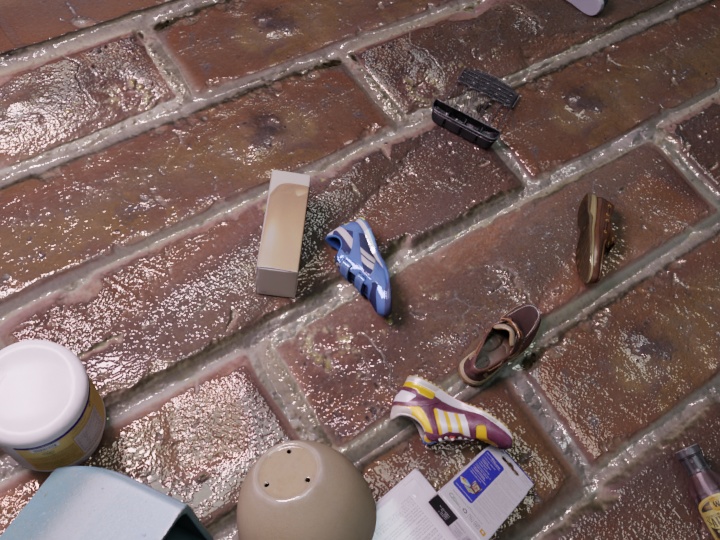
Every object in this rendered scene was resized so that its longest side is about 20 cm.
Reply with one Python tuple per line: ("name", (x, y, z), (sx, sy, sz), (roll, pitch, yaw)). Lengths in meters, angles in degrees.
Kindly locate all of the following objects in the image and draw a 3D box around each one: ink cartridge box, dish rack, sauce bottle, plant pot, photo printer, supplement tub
("ink cartridge box", (0.189, 0.340, 1.078), (0.095, 0.037, 0.200), (48, 35, 16))
("dish rack", (0.248, -0.354, 1.482), (0.153, 0.055, 0.200), (30, 61, 6))
("sauce bottle", (0.577, 0.381, 1.134), (0.066, 0.066, 0.200), (-17, 65, -18))
("plant pot", (-0.344, 0.369, 0.923), (0.200, 0.196, 0.196), (25, 60, 17))
("photo printer", (0.087, 0.419, 1.027), (0.166, 0.069, 0.200), (-35, 73, -24))
("plant pot", (-0.087, 0.314, 0.976), (0.200, 0.135, 0.200), (-8, 41, 7))
("supplement tub", (-0.440, 0.197, 0.985), (0.145, 0.200, 0.146), (4, 62, -8))

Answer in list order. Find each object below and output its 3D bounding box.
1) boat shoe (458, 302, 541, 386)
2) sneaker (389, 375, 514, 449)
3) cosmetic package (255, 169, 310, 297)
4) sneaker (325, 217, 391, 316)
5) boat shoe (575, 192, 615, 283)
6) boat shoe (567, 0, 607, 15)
("boat shoe", (0.251, 0.118, 1.216), (0.200, 0.072, 0.072), (-36, 73, -24))
("sneaker", (0.145, 0.253, 1.132), (0.200, 0.075, 0.090), (26, 69, 13))
("cosmetic package", (-0.135, -0.064, 1.234), (0.071, 0.105, 0.200), (8, 62, -6))
("sneaker", (0.000, 0.000, 1.242), (0.082, 0.074, 0.200), (-14, 58, -14))
("boat shoe", (0.456, -0.061, 1.348), (0.068, 0.072, 0.200), (14, 58, 0))
("boat shoe", (0.513, -0.694, 1.709), (0.200, 0.069, 0.057), (44, 56, 8))
